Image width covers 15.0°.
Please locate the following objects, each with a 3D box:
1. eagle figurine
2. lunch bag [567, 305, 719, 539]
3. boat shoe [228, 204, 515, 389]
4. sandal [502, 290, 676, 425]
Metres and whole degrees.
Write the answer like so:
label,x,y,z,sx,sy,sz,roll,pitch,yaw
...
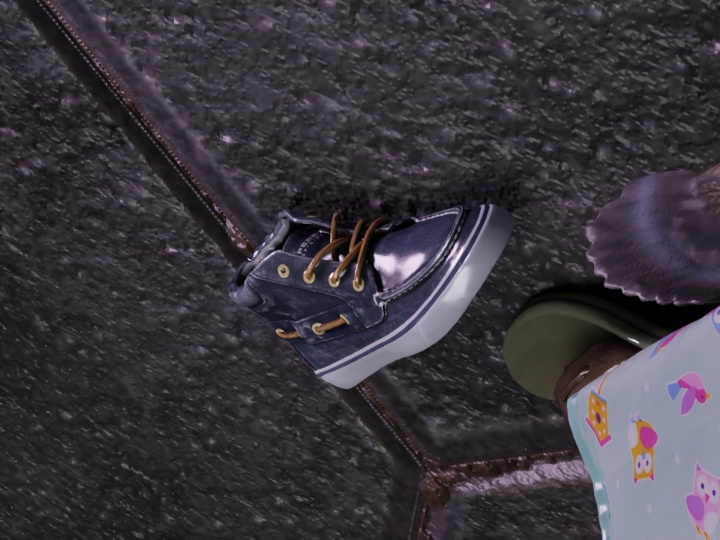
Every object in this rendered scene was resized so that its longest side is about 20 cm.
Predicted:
label,x,y,z,sx,sy,sz,roll,pitch,yaw
eagle figurine,0.215,-0.045,1.196,0.151,0.151,0.200,28,136,-13
lunch bag,0.216,0.072,1.174,0.199,0.123,0.170,-5,166,-23
boat shoe,0.000,0.000,1.452,0.091,0.071,0.200,35,147,-11
sandal,0.137,0.062,1.413,0.201,0.057,0.080,14,146,54
